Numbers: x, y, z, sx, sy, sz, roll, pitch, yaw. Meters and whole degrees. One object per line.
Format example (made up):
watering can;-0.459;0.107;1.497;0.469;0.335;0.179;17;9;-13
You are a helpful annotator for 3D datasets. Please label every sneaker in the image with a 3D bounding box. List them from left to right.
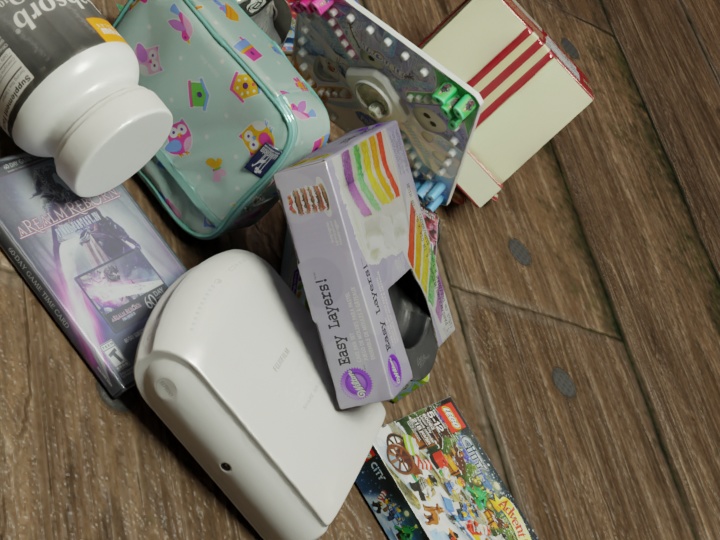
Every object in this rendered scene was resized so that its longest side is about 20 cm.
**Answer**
sneaker;-0.087;-0.244;1.296;0.075;0.115;0.200;52;28;2

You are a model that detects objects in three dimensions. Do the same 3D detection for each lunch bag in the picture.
lunch bag;-0.132;-0.129;1.188;0.200;0.160;0.077;50;28;10

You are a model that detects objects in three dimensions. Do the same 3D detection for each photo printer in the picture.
photo printer;-0.078;0.088;1.097;0.200;0.069;0.166;52;32;-13

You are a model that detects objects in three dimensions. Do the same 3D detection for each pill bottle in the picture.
pill bottle;-0.241;-0.159;1.101;0.200;0.116;0.116;48;32;11

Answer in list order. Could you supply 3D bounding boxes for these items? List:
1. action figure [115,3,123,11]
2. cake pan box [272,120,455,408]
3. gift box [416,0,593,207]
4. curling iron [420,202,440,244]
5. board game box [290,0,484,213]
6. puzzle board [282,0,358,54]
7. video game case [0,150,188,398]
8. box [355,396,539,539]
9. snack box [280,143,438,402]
action figure;-0.140;-0.150;1.293;0.118;0.055;0.200;2;60;-52
cake pan box;0.008;-0.006;1.153;0.184;0.052;0.200;-34;111;-65
gift box;0.127;-0.181;1.525;0.185;0.187;0.200;47;14;-2
curling iron;-0.002;-0.072;1.396;0.200;0.026;0.050;25;78;-28
board game box;0.011;-0.157;1.328;0.200;0.200;0.026;38;67;11
puzzle board;-0.063;-0.296;1.556;0.200;0.017;0.151;-12;68;-54
video game case;-0.202;-0.010;1.112;0.200;0.019;0.143;53;33;2
box;0.082;0.213;1.214;0.136;0.038;0.200;-16;71;-55
snack box;0.000;0.000;1.300;0.142;0.053;0.200;31;43;-25
